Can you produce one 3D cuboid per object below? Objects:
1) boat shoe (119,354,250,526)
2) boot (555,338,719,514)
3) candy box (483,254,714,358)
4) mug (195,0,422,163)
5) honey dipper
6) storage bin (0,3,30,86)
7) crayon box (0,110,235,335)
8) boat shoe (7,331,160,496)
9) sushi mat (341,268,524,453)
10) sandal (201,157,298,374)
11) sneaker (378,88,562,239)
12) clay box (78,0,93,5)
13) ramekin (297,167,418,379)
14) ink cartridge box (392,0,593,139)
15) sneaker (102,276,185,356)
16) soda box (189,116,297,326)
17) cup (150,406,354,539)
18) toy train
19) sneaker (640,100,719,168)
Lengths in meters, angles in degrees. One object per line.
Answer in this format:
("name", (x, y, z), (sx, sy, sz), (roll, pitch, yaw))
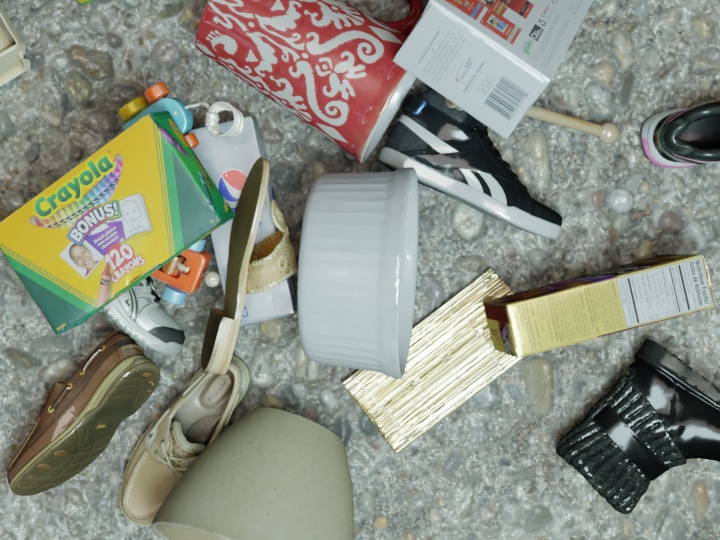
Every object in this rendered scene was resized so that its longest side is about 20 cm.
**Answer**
("boat shoe", (-0.182, 0.173, 1.286), (0.072, 0.065, 0.201), (35, 92, -2))
("boot", (0.319, 0.190, 1.282), (0.210, 0.079, 0.158), (37, 85, 8))
("candy box", (0.230, 0.033, 1.250), (0.198, 0.117, 0.057), (-13, 91, -5))
("mug", (-0.042, -0.225, 1.256), (0.199, 0.178, 0.134), (30, 136, 2))
("honey dipper", (0.175, -0.154, 1.257), (0.198, 0.038, 0.038), (13, 93, -27))
("storage bin", (-0.457, -0.248, 1.250), (0.197, 0.094, 0.201), (-30, 92, 0))
("crayon box", (-0.232, -0.045, 1.190), (0.199, 0.058, 0.119), (-34, 91, 14))
("boat shoe", (-0.287, 0.146, 1.289), (0.200, 0.072, 0.068), (-46, 59, 9))
("sushi mat", (0.087, 0.093, 1.310), (0.199, 0.012, 0.096), (-37, 91, 1))
("sandal", (-0.093, 0.001, 1.221), (0.069, 0.078, 0.214), (13, 100, -19))
("sneaker", (0.128, -0.117, 1.271), (0.199, 0.073, 0.113), (25, 92, -2))
("clay box", (-0.214, -0.360, 1.268), (0.198, 0.048, 0.116), (-24, 93, -1))
("ramekin", (0.000, 0.000, 1.218), (0.097, 0.200, 0.203), (3, 93, 7))
("ink cartridge box", (0.116, -0.251, 1.203), (0.175, 0.200, 0.084), (34, 136, -2))
("sneaker", (-0.237, -0.003, 1.273), (0.088, 0.076, 0.200), (-44, 97, -6))
("soda box", (-0.116, -0.049, 1.276), (0.068, 0.063, 0.202), (-13, 93, 2))
("cup", (-0.086, 0.220, 1.243), (0.199, 0.201, 0.144), (22, 67, -1))
("toy train", (-0.182, -0.079, 1.234), (0.149, 0.056, 0.202), (19, 101, 7))
("sneaker", (0.386, -0.139, 1.265), (0.198, 0.086, 0.081), (-15, 95, 0))
